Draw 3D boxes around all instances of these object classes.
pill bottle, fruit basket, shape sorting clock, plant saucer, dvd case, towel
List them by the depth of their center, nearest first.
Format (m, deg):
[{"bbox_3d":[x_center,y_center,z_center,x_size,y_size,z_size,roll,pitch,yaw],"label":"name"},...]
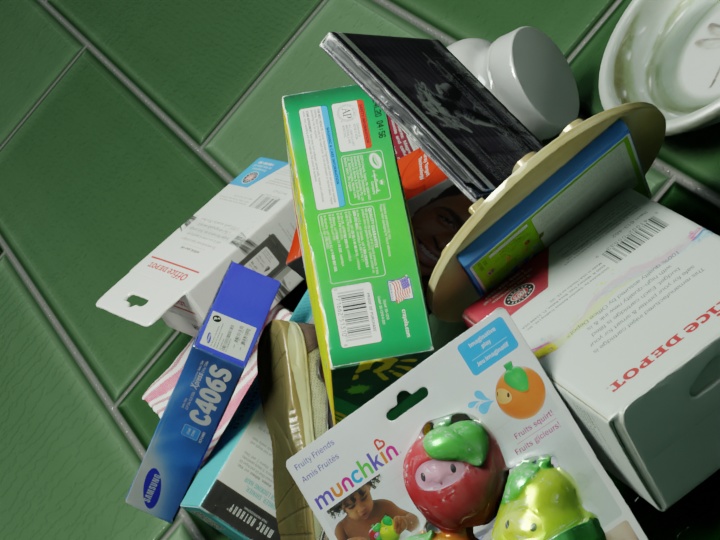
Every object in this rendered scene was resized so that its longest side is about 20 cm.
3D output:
[{"bbox_3d":[0.066,0.155,1.272,0.185,0.200,0.094,-36,-8,23],"label":"fruit basket"},{"bbox_3d":[0.122,-0.039,1.388,0.200,0.200,0.039,-45,66,9],"label":"shape sorting clock"},{"bbox_3d":[0.064,-0.105,1.428,0.016,0.149,0.200,-48,-14,18],"label":"dvd case"},{"bbox_3d":[0.263,-0.167,1.503,0.200,0.050,0.200,-35,32,26],"label":"plant saucer"},{"bbox_3d":[0.068,-0.112,1.643,0.200,0.113,0.113,-25,38,36],"label":"pill bottle"},{"bbox_3d":[-0.109,0.085,1.748,0.146,0.030,0.200,-50,29,0],"label":"towel"}]

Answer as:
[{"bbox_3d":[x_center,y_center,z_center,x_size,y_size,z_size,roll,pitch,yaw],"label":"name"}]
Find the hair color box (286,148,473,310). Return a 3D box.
[{"bbox_3d":[0.051,-0.032,1.587,0.200,0.101,0.061,-28,32,35],"label":"hair color box"}]

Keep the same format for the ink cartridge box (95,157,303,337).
[{"bbox_3d":[-0.113,-0.004,1.769,0.200,0.067,0.116,-43,27,-17],"label":"ink cartridge box"}]

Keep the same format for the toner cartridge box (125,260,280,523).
[{"bbox_3d":[-0.119,0.093,1.573,0.095,0.043,0.200,-67,3,-46],"label":"toner cartridge box"}]

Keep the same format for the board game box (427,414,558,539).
[{"bbox_3d":[0.077,0.147,1.426,0.200,0.026,0.200,-31,34,30],"label":"board game box"}]

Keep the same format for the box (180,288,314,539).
[{"bbox_3d":[-0.046,0.112,1.571,0.200,0.082,0.049,-59,17,-16],"label":"box"}]

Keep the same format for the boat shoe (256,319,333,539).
[{"bbox_3d":[-0.027,0.131,1.504,0.072,0.066,0.201,141,123,-62],"label":"boat shoe"}]

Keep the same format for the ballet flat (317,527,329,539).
[{"bbox_3d":[-0.008,0.225,1.374,0.075,0.068,0.200,-47,30,39],"label":"ballet flat"}]

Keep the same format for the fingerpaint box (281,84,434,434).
[{"bbox_3d":[0.000,0.000,1.435,0.073,0.167,0.200,-9,66,-3],"label":"fingerpaint box"}]

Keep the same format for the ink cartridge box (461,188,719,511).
[{"bbox_3d":[0.177,0.045,1.312,0.146,0.083,0.200,-36,28,-9],"label":"ink cartridge box"}]
